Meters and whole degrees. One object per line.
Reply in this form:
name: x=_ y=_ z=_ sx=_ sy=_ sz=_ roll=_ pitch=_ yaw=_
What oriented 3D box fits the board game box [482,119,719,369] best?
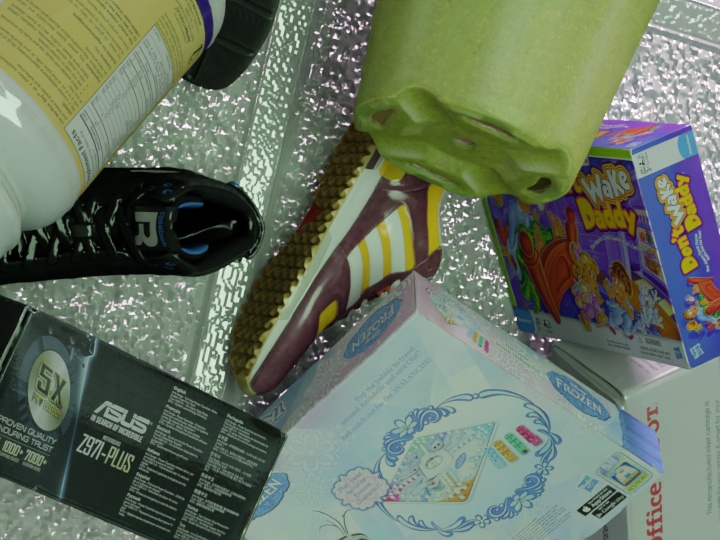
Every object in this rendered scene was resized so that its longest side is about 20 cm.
board game box: x=0.145 y=-0.022 z=1.441 sx=0.045 sy=0.200 sz=0.135 roll=-22 pitch=104 yaw=-22

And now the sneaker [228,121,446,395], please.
sneaker: x=0.000 y=0.000 z=1.442 sx=0.090 sy=0.075 sz=0.201 roll=34 pitch=81 yaw=-20

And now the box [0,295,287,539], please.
box: x=-0.170 y=0.075 z=1.288 sx=0.200 sy=0.163 sz=0.086 roll=30 pitch=81 yaw=-42

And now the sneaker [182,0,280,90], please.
sneaker: x=-0.052 y=-0.205 z=1.385 sx=0.115 sy=0.075 sz=0.201 roll=-47 pitch=161 yaw=-54

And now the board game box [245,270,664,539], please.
board game box: x=0.041 y=0.120 z=1.429 sx=0.199 sy=0.043 sz=0.200 roll=33 pitch=120 yaw=-26

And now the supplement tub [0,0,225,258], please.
supplement tub: x=-0.182 y=-0.113 z=1.284 sx=0.145 sy=0.145 sz=0.200 roll=49 pitch=64 yaw=-22

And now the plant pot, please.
plant pot: x=0.085 y=-0.146 z=1.359 sx=0.200 sy=0.200 sz=0.185 roll=27 pitch=70 yaw=-26

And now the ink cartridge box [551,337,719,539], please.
ink cartridge box: x=0.228 y=0.089 z=1.539 sx=0.199 sy=0.084 sz=0.146 roll=-21 pitch=124 yaw=-24

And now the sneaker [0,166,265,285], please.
sneaker: x=-0.150 y=-0.029 z=1.343 sx=0.199 sy=0.112 sz=0.073 roll=-6 pitch=97 yaw=-26
